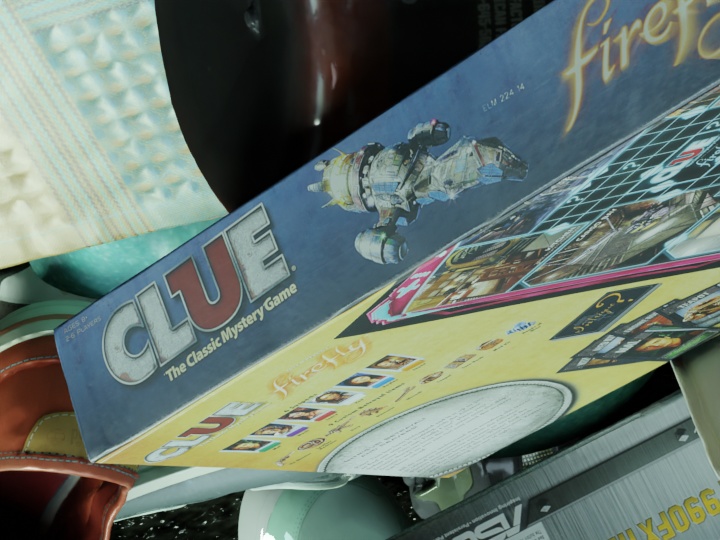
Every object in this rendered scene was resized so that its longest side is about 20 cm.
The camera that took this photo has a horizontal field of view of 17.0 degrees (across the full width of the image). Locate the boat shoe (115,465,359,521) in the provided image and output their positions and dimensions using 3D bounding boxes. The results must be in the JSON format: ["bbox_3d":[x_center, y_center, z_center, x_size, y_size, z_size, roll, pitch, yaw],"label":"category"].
[{"bbox_3d":[-0.085,0.066,0.839,0.199,0.073,0.062,-13,144,5],"label":"boat shoe"}]

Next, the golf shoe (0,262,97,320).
[{"bbox_3d":[-0.175,0.034,0.786,0.199,0.078,0.095,-17,136,7],"label":"golf shoe"}]

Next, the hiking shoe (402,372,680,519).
[{"bbox_3d":[0.094,0.085,0.889,0.100,0.076,0.200,-16,146,25],"label":"hiking shoe"}]

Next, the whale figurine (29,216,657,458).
[{"bbox_3d":[0.000,0.000,0.711,0.199,0.104,0.159,3,148,-8],"label":"whale figurine"}]

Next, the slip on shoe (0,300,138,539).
[{"bbox_3d":[-0.122,0.090,0.755,0.074,0.061,0.200,14,136,-27],"label":"slip on shoe"}]

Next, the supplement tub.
[{"bbox_3d":[0.058,-0.071,0.578,0.200,0.107,0.107,-9,152,-23],"label":"supplement tub"}]

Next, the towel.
[{"bbox_3d":[-0.112,-0.060,0.638,0.200,0.022,0.147,-14,125,18],"label":"towel"}]

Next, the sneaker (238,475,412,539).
[{"bbox_3d":[0.037,0.148,0.908,0.118,0.074,0.201,10,137,50],"label":"sneaker"}]

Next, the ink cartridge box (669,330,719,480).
[{"bbox_3d":[0.179,-0.006,0.577,0.200,0.147,0.083,-38,105,11],"label":"ink cartridge box"}]

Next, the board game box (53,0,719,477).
[{"bbox_3d":[0.049,-0.011,0.525,0.200,0.035,0.135,-31,157,31],"label":"board game box"}]

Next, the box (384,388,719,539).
[{"bbox_3d":[0.090,0.068,0.743,0.200,0.048,0.158,-25,173,-11],"label":"box"}]
